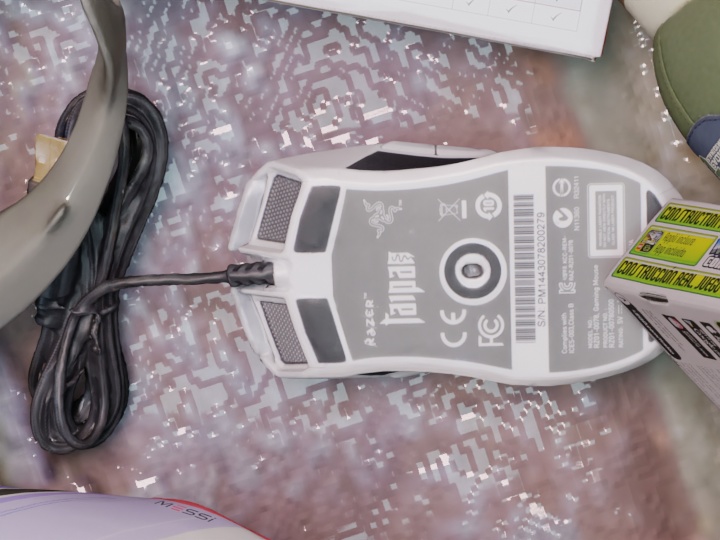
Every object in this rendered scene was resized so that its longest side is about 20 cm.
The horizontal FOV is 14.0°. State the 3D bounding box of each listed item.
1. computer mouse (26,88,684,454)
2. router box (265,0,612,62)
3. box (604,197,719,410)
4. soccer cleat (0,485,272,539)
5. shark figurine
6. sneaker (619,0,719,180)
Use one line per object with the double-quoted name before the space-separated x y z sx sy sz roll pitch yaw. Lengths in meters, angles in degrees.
"computer mouse" 0.000 0.000 0.869 0.199 0.044 0.110 0 99 2
"router box" -0.012 -0.166 0.836 0.199 0.049 0.180 11 99 -4
"box" 0.166 0.062 0.826 0.200 0.110 0.035 46 76 -23
"soccer cleat" -0.085 0.092 0.855 0.200 0.073 0.068 13 126 28
"shark figurine" -0.130 0.003 0.821 0.214 0.090 0.128 -25 106 22
"sneaker" 0.180 -0.070 0.830 0.200 0.067 0.090 -16 71 -6
